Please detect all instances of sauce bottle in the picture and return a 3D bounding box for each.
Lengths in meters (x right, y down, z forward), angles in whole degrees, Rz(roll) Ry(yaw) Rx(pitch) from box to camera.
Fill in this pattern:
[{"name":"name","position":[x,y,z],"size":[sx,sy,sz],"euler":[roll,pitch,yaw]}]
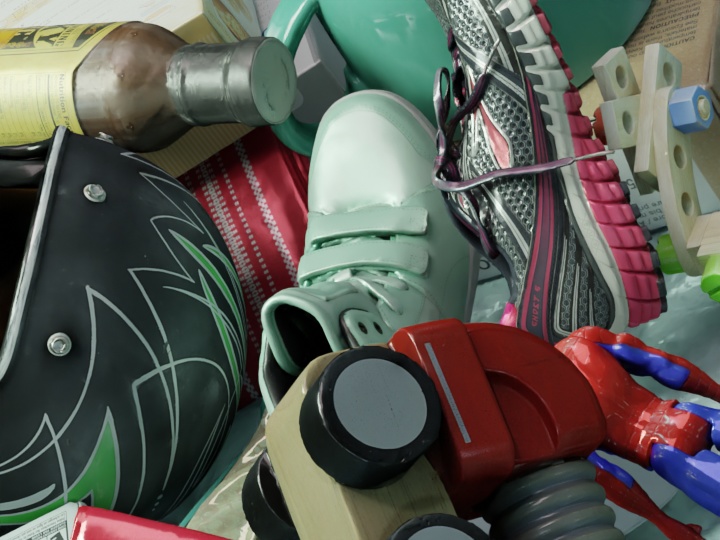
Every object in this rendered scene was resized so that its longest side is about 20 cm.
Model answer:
[{"name":"sauce bottle","position":[-0.123,-0.085,1.271],"size":[0.200,0.065,0.065],"euler":[0,45,28]}]

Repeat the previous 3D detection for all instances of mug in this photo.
[{"name":"mug","position":[0.039,-0.142,1.253],"size":[0.152,0.114,0.185],"euler":[3,49,46]}]

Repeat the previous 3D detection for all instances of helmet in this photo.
[{"name":"helmet","position":[-0.144,0.034,1.240],"size":[0.190,0.200,0.200],"euler":[-9,38,16]}]

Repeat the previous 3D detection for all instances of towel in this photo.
[{"name":"towel","position":[-0.098,0.024,1.356],"size":[0.200,0.022,0.145],"euler":[-31,56,9]}]

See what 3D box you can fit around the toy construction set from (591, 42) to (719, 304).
[{"name":"toy construction set","position":[0.178,-0.039,1.108],"size":[0.200,0.131,0.092],"euler":[3,47,46]}]

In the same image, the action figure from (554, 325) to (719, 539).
[{"name":"action figure","position":[0.131,0.070,1.030],"size":[0.200,0.052,0.065],"euler":[22,70,25]}]

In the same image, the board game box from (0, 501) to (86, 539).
[{"name":"board game box","position":[-0.156,0.213,1.138],"size":[0.147,0.064,0.200],"euler":[-28,40,13]}]

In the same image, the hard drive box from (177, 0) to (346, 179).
[{"name":"hard drive box","position":[-0.080,-0.093,1.483],"size":[0.156,0.077,0.200],"euler":[-32,32,8]}]

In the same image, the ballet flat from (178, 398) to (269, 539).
[{"name":"ballet flat","position":[-0.023,0.088,1.219],"size":[0.062,0.067,0.200],"euler":[20,62,23]}]

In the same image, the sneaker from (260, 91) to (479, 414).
[{"name":"sneaker","position":[0.000,0.000,1.151],"size":[0.074,0.118,0.201],"euler":[-13,67,19]}]

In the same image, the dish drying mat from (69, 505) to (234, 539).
[{"name":"dish drying mat","position":[-0.030,0.150,1.063],"size":[0.200,0.018,0.077],"euler":[12,84,21]}]

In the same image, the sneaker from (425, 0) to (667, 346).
[{"name":"sneaker","position":[0.059,-0.060,1.138],"size":[0.075,0.200,0.081],"euler":[-24,-10,1]}]

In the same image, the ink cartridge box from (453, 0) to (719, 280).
[{"name":"ink cartridge box","position":[0.101,-0.086,1.300],"size":[0.200,0.075,0.165],"euler":[-16,38,29]}]

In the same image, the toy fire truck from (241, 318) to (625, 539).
[{"name":"toy fire truck","position":[0.084,0.095,0.970],"size":[0.200,0.176,0.129],"euler":[-12,-22,-26]}]

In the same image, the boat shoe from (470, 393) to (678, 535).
[{"name":"boat shoe","position":[0.046,0.116,1.105],"size":[0.200,0.074,0.065],"euler":[-28,1,1]}]

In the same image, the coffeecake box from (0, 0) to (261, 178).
[{"name":"coffeecake box","position":[-0.135,-0.115,1.422],"size":[0.153,0.073,0.200],"euler":[-32,32,11]}]
